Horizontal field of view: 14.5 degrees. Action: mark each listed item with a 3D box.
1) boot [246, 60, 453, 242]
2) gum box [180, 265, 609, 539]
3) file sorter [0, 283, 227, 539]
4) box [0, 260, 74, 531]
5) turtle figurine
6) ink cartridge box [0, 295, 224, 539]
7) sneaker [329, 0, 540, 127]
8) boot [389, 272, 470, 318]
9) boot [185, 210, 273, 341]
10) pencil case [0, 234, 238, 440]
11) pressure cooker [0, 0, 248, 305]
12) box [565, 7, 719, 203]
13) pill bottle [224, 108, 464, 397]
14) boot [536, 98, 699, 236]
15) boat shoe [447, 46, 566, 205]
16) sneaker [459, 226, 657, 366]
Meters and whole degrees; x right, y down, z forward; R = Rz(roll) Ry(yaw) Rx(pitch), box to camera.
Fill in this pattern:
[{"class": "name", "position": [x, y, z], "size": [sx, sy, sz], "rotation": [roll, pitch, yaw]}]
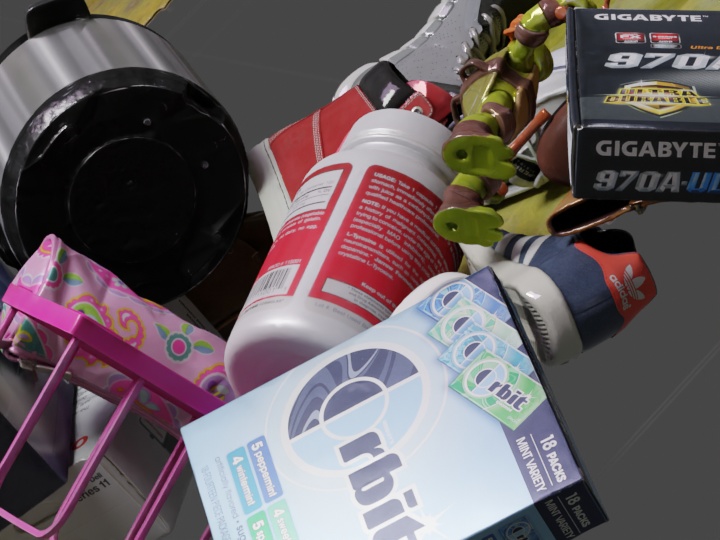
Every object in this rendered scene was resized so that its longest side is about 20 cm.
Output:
[{"class": "boot", "position": [0.014, -0.047, 1.851], "size": [0.144, 0.072, 0.201], "rotation": [-34, 49, 12]}, {"class": "gum box", "position": [0.014, 0.110, 1.529], "size": [0.199, 0.045, 0.170], "rotation": [-29, 44, 6]}, {"class": "file sorter", "position": [-0.136, 0.118, 1.667], "size": [0.126, 0.199, 0.139], "rotation": [-60, 24, -6]}, {"class": "box", "position": [-0.289, 0.055, 1.843], "size": [0.123, 0.199, 0.200], "rotation": [-34, 23, 12]}, {"class": "turtle figurine", "position": [0.086, -0.101, 1.662], "size": [0.162, 0.064, 0.201], "rotation": [-64, 0, -49]}, {"class": "ink cartridge box", "position": [-0.180, 0.118, 1.925], "size": [0.146, 0.083, 0.200], "rotation": [-29, 24, 29]}, {"class": "sneaker", "position": [0.082, -0.138, 2.005], "size": [0.200, 0.075, 0.115], "rotation": [-42, 39, -18]}, {"class": "boot", "position": [0.036, 0.096, 1.606], "size": [0.090, 0.073, 0.201], "rotation": [12, 71, 58]}, {"class": "boot", "position": [-0.080, -0.014, 1.975], "size": [0.200, 0.075, 0.074], "rotation": [-39, 19, 33]}, {"class": "pencil case", "position": [-0.138, 0.058, 1.799], "size": [0.088, 0.199, 0.088], "rotation": [-52, 18, 25]}, {"class": "pressure cooker", "position": [-0.176, -0.079, 1.934], "size": [0.177, 0.178, 0.200], "rotation": [-60, 26, 12]}, {"class": "box", "position": [0.211, -0.090, 1.542], "size": [0.198, 0.046, 0.159], "rotation": [2, 29, 3]}, {"class": "pill bottle", "position": [0.000, 0.000, 1.731], "size": [0.112, 0.112, 0.201], "rotation": [-21, 34, 43]}, {"class": "boot", "position": [0.156, -0.059, 1.663], "size": [0.187, 0.069, 0.200], "rotation": [-12, 20, 31]}, {"class": "boat shoe", "position": [0.114, -0.081, 1.831], "size": [0.200, 0.073, 0.067], "rotation": [-32, 26, 55]}, {"class": "sneaker", "position": [0.118, 0.005, 1.655], "size": [0.084, 0.075, 0.200], "rotation": [-26, 16, -8]}]
